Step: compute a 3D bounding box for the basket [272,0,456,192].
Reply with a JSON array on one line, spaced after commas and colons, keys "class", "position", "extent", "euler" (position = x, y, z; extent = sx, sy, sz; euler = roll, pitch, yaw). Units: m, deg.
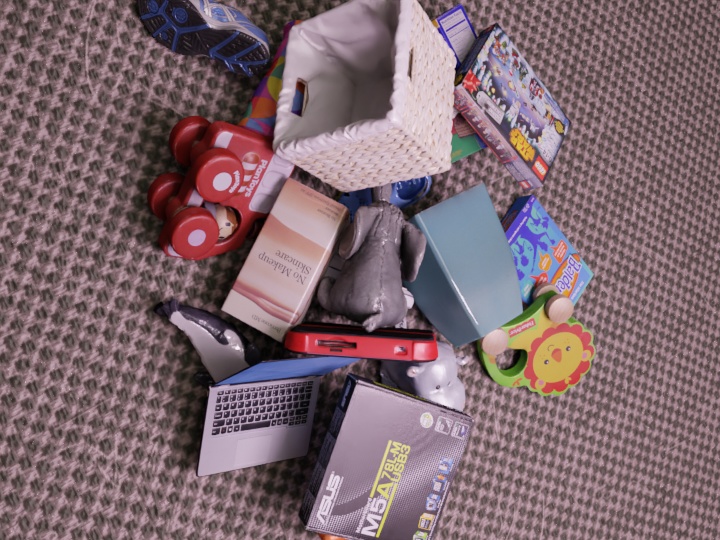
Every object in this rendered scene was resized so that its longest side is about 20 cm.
[{"class": "basket", "position": [0.009, -0.228, 0.942], "extent": [0.160, 0.196, 0.204], "euler": [31, 58, -51]}]

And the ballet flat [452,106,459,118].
[{"class": "ballet flat", "position": [0.067, -0.220, 1.059], "extent": [0.071, 0.197, 0.073], "euler": [30, 50, -43]}]

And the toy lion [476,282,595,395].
[{"class": "toy lion", "position": [0.303, 0.137, 1.215], "extent": [0.196, 0.069, 0.195], "euler": [-24, 115, -5]}]

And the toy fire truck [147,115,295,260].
[{"class": "toy fire truck", "position": [-0.181, -0.100, 0.953], "extent": [0.165, 0.112, 0.203], "euler": [9, 118, -43]}]

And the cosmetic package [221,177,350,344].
[{"class": "cosmetic package", "position": [-0.100, -0.010, 0.985], "extent": [0.101, 0.087, 0.204], "euler": [24, 83, 5]}]

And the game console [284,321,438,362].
[{"class": "game console", "position": [0.005, 0.093, 0.948], "extent": [0.194, 0.177, 0.032], "euler": [4, 89, 5]}]

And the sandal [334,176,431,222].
[{"class": "sandal", "position": [0.036, -0.114, 1.097], "extent": [0.199, 0.087, 0.081], "euler": [-38, 105, -23]}]

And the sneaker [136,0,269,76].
[{"class": "sneaker", "position": [-0.218, -0.341, 0.995], "extent": [0.196, 0.076, 0.078], "euler": [26, 36, -15]}]

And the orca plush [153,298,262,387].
[{"class": "orca plush", "position": [-0.198, 0.101, 0.987], "extent": [0.198, 0.072, 0.105], "euler": [36, 116, -17]}]

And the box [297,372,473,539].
[{"class": "box", "position": [0.036, 0.262, 0.950], "extent": [0.190, 0.047, 0.205], "euler": [22, 89, -25]}]

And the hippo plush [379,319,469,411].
[{"class": "hippo plush", "position": [0.110, 0.152, 1.076], "extent": [0.156, 0.160, 0.206], "euler": [-10, 92, -27]}]

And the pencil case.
[{"class": "pencil case", "position": [-0.112, -0.260, 1.029], "extent": [0.087, 0.088, 0.204], "euler": [31, 73, -22]}]

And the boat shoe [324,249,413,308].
[{"class": "boat shoe", "position": [0.000, 0.000, 1.082], "extent": [0.196, 0.071, 0.072], "euler": [21, 78, -17]}]

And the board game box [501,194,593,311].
[{"class": "board game box", "position": [0.311, -0.006, 1.258], "extent": [0.200, 0.045, 0.153], "euler": [46, 68, -19]}]

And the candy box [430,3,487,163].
[{"class": "candy box", "position": [0.126, -0.276, 1.105], "extent": [0.077, 0.167, 0.203], "euler": [-37, 103, -37]}]

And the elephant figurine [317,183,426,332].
[{"class": "elephant figurine", "position": [0.021, -0.033, 0.970], "extent": [0.140, 0.153, 0.205], "euler": [10, 97, -53]}]

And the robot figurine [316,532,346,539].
[{"class": "robot figurine", "position": [0.024, 0.337, 1.044], "extent": [0.195, 0.117, 0.147], "euler": [-6, 67, -28]}]

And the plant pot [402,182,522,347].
[{"class": "plant pot", "position": [0.154, 0.002, 1.094], "extent": [0.139, 0.141, 0.203], "euler": [-25, 84, -26]}]

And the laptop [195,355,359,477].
[{"class": "laptop", "position": [-0.100, 0.189, 0.938], "extent": [0.184, 0.115, 0.206], "euler": [2, 104, -41]}]

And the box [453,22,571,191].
[{"class": "box", "position": [0.221, -0.237, 1.038], "extent": [0.200, 0.040, 0.139], "euler": [43, 61, -22]}]
